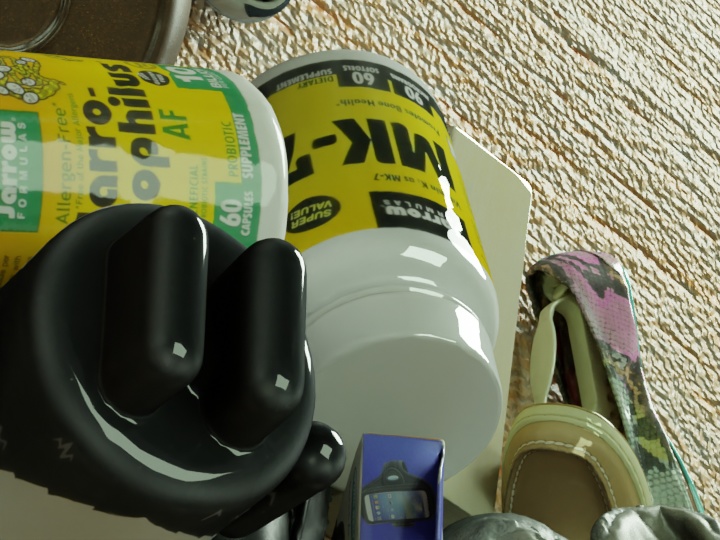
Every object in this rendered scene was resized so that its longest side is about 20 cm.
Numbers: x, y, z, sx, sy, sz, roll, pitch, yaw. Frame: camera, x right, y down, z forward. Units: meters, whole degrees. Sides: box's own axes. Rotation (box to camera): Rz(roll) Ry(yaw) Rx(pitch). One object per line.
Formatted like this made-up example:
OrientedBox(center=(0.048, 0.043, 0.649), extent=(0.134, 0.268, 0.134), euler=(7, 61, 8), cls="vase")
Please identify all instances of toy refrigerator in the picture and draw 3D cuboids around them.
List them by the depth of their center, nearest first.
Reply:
OrientedBox(center=(0.030, 0.037, 1.367), extent=(0.070, 0.076, 0.201), euler=(35, 47, -33), cls="toy refrigerator")

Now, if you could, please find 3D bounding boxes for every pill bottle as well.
OrientedBox(center=(-0.139, -0.032, 1.126), extent=(0.199, 0.113, 0.113), euler=(3, 68, -28), cls="pill bottle")
OrientedBox(center=(0.000, 0.000, 1.270), extent=(0.114, 0.114, 0.201), euler=(35, 25, -33), cls="pill bottle")

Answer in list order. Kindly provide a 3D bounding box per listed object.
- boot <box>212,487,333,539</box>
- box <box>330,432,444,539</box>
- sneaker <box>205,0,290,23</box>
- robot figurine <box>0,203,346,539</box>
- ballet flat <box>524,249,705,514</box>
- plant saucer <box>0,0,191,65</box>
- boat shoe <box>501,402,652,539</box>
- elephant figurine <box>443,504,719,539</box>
OrientedBox(center=(-0.088, 0.105, 1.198), extent=(0.162, 0.073, 0.199), euler=(42, 37, -31), cls="boot")
OrientedBox(center=(0.006, 0.155, 1.200), extent=(0.041, 0.200, 0.120), euler=(4, 61, -4), cls="box")
OrientedBox(center=(-0.086, -0.208, 1.342), extent=(0.073, 0.071, 0.200), euler=(-38, 105, -9), cls="sneaker")
OrientedBox(center=(-0.095, 0.055, 1.044), extent=(0.150, 0.200, 0.125), euler=(49, 46, -1), cls="robot figurine")
OrientedBox(center=(0.125, 0.084, 1.472), extent=(0.071, 0.069, 0.201), euler=(-3, 69, -31), cls="ballet flat")
OrientedBox(center=(-0.152, -0.119, 1.181), extent=(0.199, 0.032, 0.202), euler=(-9, 108, -30), cls="plant saucer")
OrientedBox(center=(0.098, 0.151, 1.329), extent=(0.067, 0.074, 0.201), euler=(-67, 155, -45), cls="boat shoe")
OrientedBox(center=(0.124, 0.174, 1.223), extent=(0.199, 0.142, 0.156), euler=(6, 64, -7), cls="elephant figurine")
